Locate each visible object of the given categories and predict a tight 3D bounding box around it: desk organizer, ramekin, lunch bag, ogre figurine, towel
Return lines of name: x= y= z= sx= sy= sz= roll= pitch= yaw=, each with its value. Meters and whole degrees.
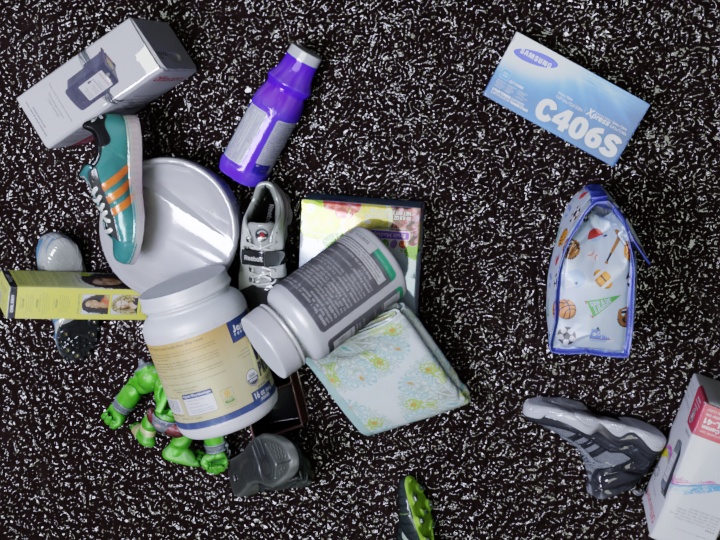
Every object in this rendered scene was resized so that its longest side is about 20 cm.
desk organizer: x=-0.136 y=0.138 z=1.620 sx=0.071 sy=0.077 sz=0.201 roll=-11 pitch=99 yaw=12
ramekin: x=-0.258 y=-0.064 z=1.595 sx=0.201 sy=0.094 sz=0.203 roll=2 pitch=101 yaw=11
lunch bag: x=0.306 y=-0.005 z=1.465 sx=0.123 sy=0.170 sz=0.201 roll=2 pitch=101 yaw=7
ogre figurine: x=-0.273 y=0.209 z=1.646 sx=0.200 sy=0.098 sz=0.120 roll=30 pitch=110 yaw=31
towel: x=0.032 y=0.140 z=1.559 sx=0.171 sy=0.048 sz=0.200 roll=-19 pitch=124 yaw=27

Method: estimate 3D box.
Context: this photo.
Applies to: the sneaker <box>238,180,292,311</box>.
sneaker: x=-0.137 y=-0.027 z=1.543 sx=0.074 sy=0.089 sz=0.201 roll=-2 pitch=75 yaw=7

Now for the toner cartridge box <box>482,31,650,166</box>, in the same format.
toner cartridge box: x=0.271 y=-0.227 z=1.493 sx=0.199 sy=0.043 sz=0.095 roll=29 pitch=103 yaw=4

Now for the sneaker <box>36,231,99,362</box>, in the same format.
sneaker: x=-0.434 y=0.038 z=1.669 sx=0.072 sy=0.072 sz=0.201 roll=-15 pitch=113 yaw=-27

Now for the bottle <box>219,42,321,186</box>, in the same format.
bottle: x=-0.120 y=-0.213 z=1.546 sx=0.065 sy=0.084 sz=0.201 roll=33 pitch=106 yaw=10

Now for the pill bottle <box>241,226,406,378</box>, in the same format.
pill bottle: x=-0.047 y=0.042 z=1.457 sx=0.200 sy=0.113 sz=0.113 roll=-36 pitch=93 yaw=-17

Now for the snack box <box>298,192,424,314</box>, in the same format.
snack box: x=0.000 y=0.000 z=1.574 sx=0.168 sy=0.068 sz=0.201 roll=4 pitch=103 yaw=8

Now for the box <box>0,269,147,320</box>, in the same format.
box: x=-0.405 y=0.035 z=1.598 sx=0.199 sy=0.075 sz=0.050 roll=1 pitch=108 yaw=-29

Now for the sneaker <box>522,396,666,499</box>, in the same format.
sneaker: x=0.312 y=0.249 z=1.561 sx=0.199 sy=0.075 sz=0.114 roll=15 pitch=101 yaw=4

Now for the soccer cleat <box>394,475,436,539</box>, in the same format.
soccer cleat: x=0.074 y=0.397 z=1.642 sx=0.081 sy=0.067 sz=0.201 roll=-11 pitch=99 yaw=25

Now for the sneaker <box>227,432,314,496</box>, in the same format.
sneaker: x=-0.106 y=0.269 z=1.603 sx=0.114 sy=0.199 sz=0.077 roll=-10 pitch=72 yaw=-29

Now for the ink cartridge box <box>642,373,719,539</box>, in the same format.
ink cartridge box: x=0.452 y=0.256 z=1.501 sx=0.085 sy=0.148 sz=0.201 roll=21 pitch=103 yaw=6

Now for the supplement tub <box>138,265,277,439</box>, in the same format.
supplement tub: x=-0.205 y=0.107 z=1.505 sx=0.144 sy=0.144 sz=0.201 roll=-15 pitch=103 yaw=13

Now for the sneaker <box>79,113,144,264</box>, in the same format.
sneaker: x=-0.334 y=-0.107 z=1.502 sx=0.080 sy=0.071 sz=0.201 roll=-3 pitch=93 yaw=-24

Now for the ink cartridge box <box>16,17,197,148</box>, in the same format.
ink cartridge box: x=-0.343 y=-0.256 z=1.546 sx=0.199 sy=0.145 sz=0.085 roll=-31 pitch=93 yaw=14
